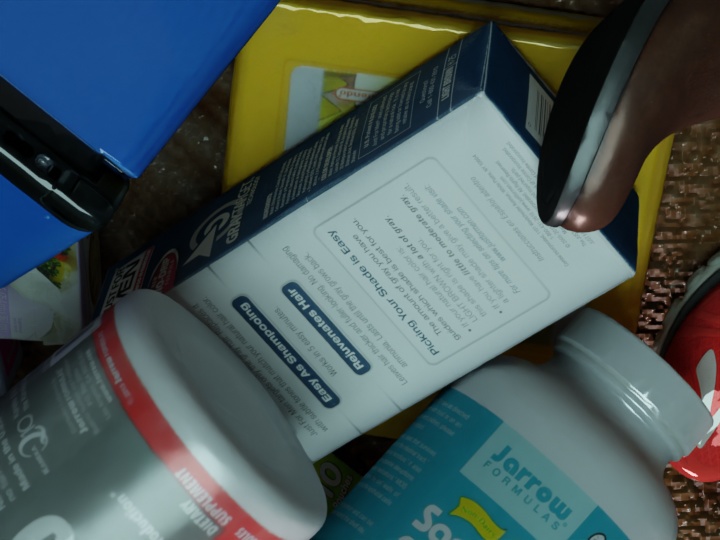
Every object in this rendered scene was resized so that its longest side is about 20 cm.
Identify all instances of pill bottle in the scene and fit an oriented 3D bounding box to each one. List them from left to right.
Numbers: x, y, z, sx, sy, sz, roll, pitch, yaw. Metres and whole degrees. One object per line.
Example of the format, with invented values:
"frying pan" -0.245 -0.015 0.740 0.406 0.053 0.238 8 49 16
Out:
"pill bottle" -0.121 0.110 1.071 0.200 0.114 0.114 -39 111 9
"pill bottle" 0.047 0.110 1.118 0.111 0.111 0.200 45 82 -20

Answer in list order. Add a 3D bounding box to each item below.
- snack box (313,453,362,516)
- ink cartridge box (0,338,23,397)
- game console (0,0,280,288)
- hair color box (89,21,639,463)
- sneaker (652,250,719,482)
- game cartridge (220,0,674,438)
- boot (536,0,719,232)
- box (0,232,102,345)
"snack box" -0.015 0.195 1.193 0.142 0.200 0.053 38 144 -16
"ink cartridge box" -0.217 -0.034 1.169 0.119 0.042 0.201 -4 120 9
"game console" -0.159 -0.109 1.081 0.200 0.119 0.171 39 150 -16
"hair color box" 0.000 0.000 1.118 0.200 0.061 0.100 -31 114 24
"sneaker" 0.183 0.018 1.127 0.077 0.085 0.200 35 119 -13
"game cartridge" 0.030 -0.016 1.155 0.176 0.032 0.201 8 121 2
"boot" 0.181 -0.053 1.050 0.200 0.189 0.068 33 163 -9
"box" -0.129 -0.064 1.139 0.039 0.041 0.201 3 121 5
